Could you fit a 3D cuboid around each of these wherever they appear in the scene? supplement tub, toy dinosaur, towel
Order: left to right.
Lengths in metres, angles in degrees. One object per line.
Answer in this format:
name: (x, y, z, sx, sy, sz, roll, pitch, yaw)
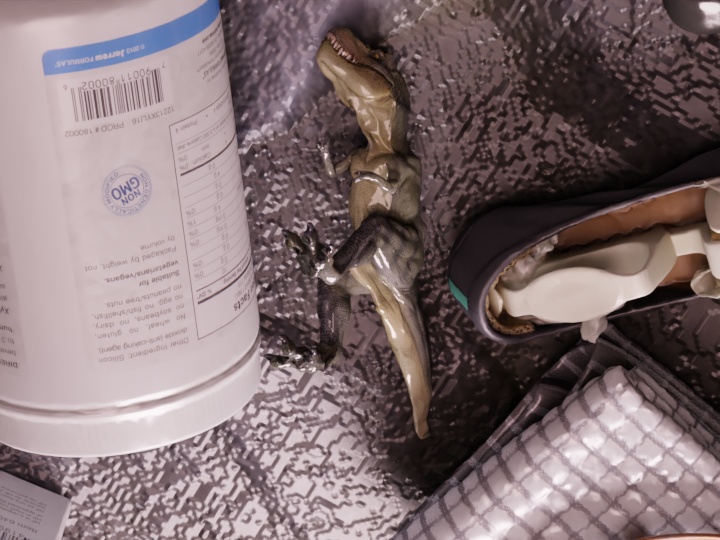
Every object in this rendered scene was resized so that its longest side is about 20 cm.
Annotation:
supplement tub: (-0.115, -0.038, 1.107, 0.132, 0.132, 0.200, -3, 113, 5)
toy dinosaur: (0.000, 0.000, 1.142, 0.047, 0.088, 0.200, 12, 119, 38)
towel: (0.124, 0.136, 1.195, 0.200, 0.086, 0.166, 40, 112, -14)

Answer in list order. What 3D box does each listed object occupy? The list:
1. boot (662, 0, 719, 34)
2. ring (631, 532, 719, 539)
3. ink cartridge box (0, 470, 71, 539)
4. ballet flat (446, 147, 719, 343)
boot: (0.189, -0.189, 1.064, 0.200, 0.072, 0.144, -43, 151, -9)
ring: (0.145, 0.199, 1.166, 0.200, 0.019, 0.201, 1, 116, 3)
ink cartridge box: (-0.234, 0.177, 1.169, 0.147, 0.200, 0.146, 24, 113, -6)
ballet flat: (0.135, -0.009, 1.137, 0.200, 0.073, 0.073, -13, 112, 9)
